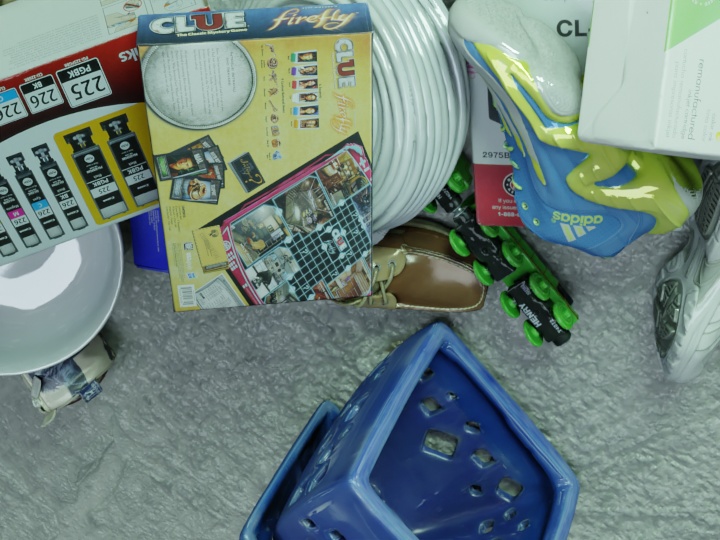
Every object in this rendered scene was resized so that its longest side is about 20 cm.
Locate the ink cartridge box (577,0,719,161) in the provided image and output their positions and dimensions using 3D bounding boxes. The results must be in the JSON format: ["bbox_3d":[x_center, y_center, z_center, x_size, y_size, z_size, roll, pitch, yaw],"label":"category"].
[{"bbox_3d":[0.227,-0.123,0.728,0.067,0.198,0.119,16,102,56],"label":"ink cartridge box"}]

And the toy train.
[{"bbox_3d":[0.094,-0.028,0.919,0.042,0.057,0.200,-33,103,32],"label":"toy train"}]

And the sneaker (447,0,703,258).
[{"bbox_3d":[0.113,-0.077,0.773,0.199,0.076,0.105,39,124,-8],"label":"sneaker"}]

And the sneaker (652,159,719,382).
[{"bbox_3d":[0.269,0.007,0.873,0.098,0.078,0.202,5,132,-7],"label":"sneaker"}]

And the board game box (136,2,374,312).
[{"bbox_3d":[-0.059,-0.064,0.762,0.133,0.035,0.202,-4,131,-5],"label":"board game box"}]

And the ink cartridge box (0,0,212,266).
[{"bbox_3d":[-0.171,-0.086,0.797,0.198,0.084,0.177,-21,136,-3],"label":"ink cartridge box"}]

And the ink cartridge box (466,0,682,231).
[{"bbox_3d":[0.145,-0.136,0.824,0.144,0.083,0.202,2,120,17],"label":"ink cartridge box"}]

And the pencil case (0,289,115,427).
[{"bbox_3d":[-0.297,0.032,1.064,0.077,0.090,0.201,-25,108,36],"label":"pencil case"}]

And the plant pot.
[{"bbox_3d":[0.033,0.195,0.992,0.179,0.201,0.200,-31,106,38],"label":"plant pot"}]

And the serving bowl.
[{"bbox_3d":[-0.283,-0.022,0.975,0.197,0.066,0.203,-2,114,-5],"label":"serving bowl"}]

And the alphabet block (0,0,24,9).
[{"bbox_3d":[-0.254,-0.256,0.774,0.194,0.199,0.199,-26,76,29],"label":"alphabet block"}]

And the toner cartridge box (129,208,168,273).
[{"bbox_3d":[-0.134,-0.092,0.966,0.094,0.043,0.202,9,122,12],"label":"toner cartridge box"}]

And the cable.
[{"bbox_3d":[-0.015,-0.123,0.852,0.200,0.069,0.202,-35,81,50],"label":"cable"}]

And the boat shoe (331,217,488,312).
[{"bbox_3d":[0.000,0.000,0.956,0.197,0.074,0.077,12,123,11],"label":"boat shoe"}]
